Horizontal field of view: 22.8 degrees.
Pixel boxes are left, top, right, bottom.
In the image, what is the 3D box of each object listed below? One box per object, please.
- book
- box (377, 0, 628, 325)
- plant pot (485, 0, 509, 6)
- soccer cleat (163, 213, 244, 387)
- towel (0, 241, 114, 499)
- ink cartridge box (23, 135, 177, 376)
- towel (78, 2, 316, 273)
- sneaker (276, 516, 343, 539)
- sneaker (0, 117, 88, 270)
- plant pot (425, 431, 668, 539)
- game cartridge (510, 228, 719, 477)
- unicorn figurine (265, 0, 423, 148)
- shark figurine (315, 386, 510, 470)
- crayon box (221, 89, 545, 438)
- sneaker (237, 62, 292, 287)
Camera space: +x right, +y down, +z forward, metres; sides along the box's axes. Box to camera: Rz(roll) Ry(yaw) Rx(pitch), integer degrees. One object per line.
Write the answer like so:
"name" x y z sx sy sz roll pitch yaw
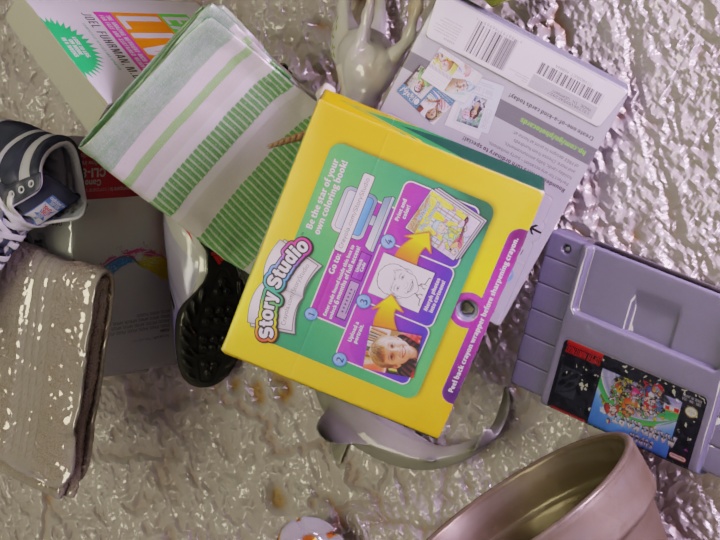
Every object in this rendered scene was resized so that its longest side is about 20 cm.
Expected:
"book" -0.175 -0.168 1.449 0.134 0.200 0.048 51 123 22
"box" 0.081 -0.082 1.307 0.156 0.041 0.200 27 105 1
"plant pot" 0.099 -0.298 1.265 0.187 0.187 0.200 -20 96 36
"soccer cleat" -0.137 -0.001 1.529 0.073 0.068 0.200 16 108 60
"towel" -0.270 0.079 1.468 0.132 0.034 0.200 17 104 31
"ink cartridge box" -0.253 -0.014 1.556 0.145 0.145 0.200 7 98 35
"towel" -0.095 -0.094 1.383 0.153 0.200 0.023 -49 32 3
"sneaker" -0.016 0.299 1.454 0.200 0.078 0.077 64 146 14
"sneaker" -0.289 -0.027 1.422 0.108 0.070 0.200 10 75 33
"plant pot" 0.150 0.240 1.254 0.200 0.200 0.174 -30 95 35
"game cartridge" 0.207 0.062 1.284 0.200 0.038 0.130 23 103 34
"unicorn figurine" 0.000 -0.168 1.354 0.074 0.200 0.137 20 110 1
"shark figurine" 0.015 0.124 1.402 0.214 0.089 0.128 27 110 35
"crayon box" 0.015 -0.004 1.282 0.172 0.058 0.200 23 105 0
"sneaker" -0.068 -0.060 1.456 0.104 0.060 0.200 -22 109 4
